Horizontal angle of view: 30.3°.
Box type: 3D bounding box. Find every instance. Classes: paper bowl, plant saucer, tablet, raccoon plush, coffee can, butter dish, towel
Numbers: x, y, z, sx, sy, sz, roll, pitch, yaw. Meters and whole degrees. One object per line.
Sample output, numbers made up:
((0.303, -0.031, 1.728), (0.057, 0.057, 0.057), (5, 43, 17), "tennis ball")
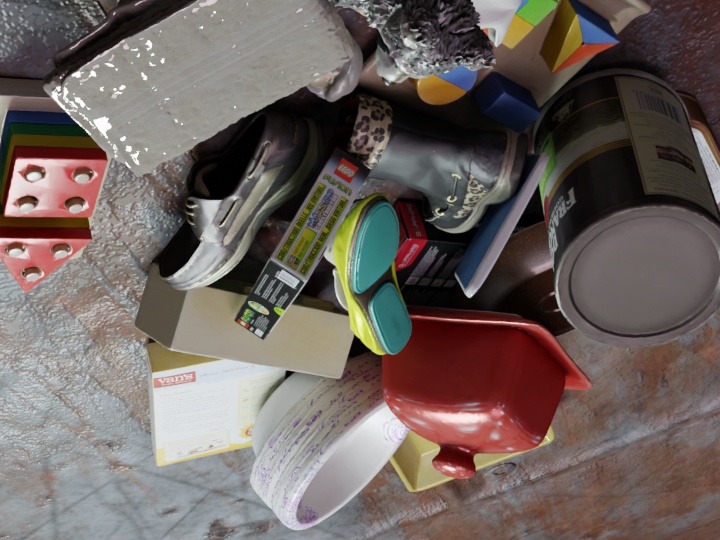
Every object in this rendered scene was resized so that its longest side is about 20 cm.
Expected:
((-0.037, 0.170, 1.424), (0.200, 0.104, 0.202), (-38, 157, -20), "paper bowl")
((0.125, 0.183, 1.614), (0.198, 0.049, 0.201), (-21, 147, 4), "plant saucer")
((0.120, -0.043, 1.150), (0.131, 0.014, 0.200), (-61, -179, 5), "tablet")
((0.189, 0.018, 1.321), (0.198, 0.037, 0.201), (-14, 149, -9), "plant saucer")
((0.039, -0.217, 0.827), (0.096, 0.134, 0.203), (-7, 119, -27), "raccoon plush")
((0.226, -0.056, 1.129), (0.144, 0.201, 0.148), (0, 129, 0), "coffee can")
((0.104, 0.129, 1.301), (0.197, 0.150, 0.199), (4, 159, 28), "butter dish")
((-0.110, -0.147, 0.922), (0.198, 0.035, 0.133), (-27, 148, 8), "towel")

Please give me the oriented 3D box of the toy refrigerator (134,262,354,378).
((-0.104, 0.046, 1.258), (0.198, 0.076, 0.071), (14, 96, -39), "toy refrigerator")

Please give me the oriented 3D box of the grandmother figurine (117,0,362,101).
((-0.074, -0.172, 0.988), (0.198, 0.062, 0.120), (13, 164, -42), "grandmother figurine")

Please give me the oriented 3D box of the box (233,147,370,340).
((-0.053, -0.017, 1.122), (0.034, 0.111, 0.200), (31, 159, -3), "box")

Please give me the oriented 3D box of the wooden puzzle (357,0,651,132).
((0.117, -0.177, 1.077), (0.184, 0.047, 0.199), (19, 133, -43), "wooden puzzle")

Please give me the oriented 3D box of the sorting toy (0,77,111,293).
((-0.295, -0.055, 1.037), (0.197, 0.070, 0.200), (-1, 144, -26), "sorting toy")

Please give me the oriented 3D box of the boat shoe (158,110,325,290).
((-0.115, -0.065, 1.120), (0.073, 0.075, 0.200), (27, 119, -35), "boat shoe")

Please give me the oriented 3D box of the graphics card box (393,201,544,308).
((0.096, -0.005, 1.318), (0.197, 0.051, 0.126), (4, 141, -29), "graphics card box")

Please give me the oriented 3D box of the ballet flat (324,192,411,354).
((0.000, 0.000, 1.185), (0.067, 0.067, 0.201), (-43, 145, -24), "ballet flat")

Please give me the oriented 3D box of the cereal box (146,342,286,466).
((-0.153, 0.132, 1.412), (0.142, 0.040, 0.201), (-10, 146, -15), "cereal box")

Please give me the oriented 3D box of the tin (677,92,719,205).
((0.294, -0.099, 1.289), (0.111, 0.042, 0.200), (-24, 147, 18), "tin")

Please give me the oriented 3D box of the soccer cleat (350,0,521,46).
((0.023, -0.199, 0.956), (0.197, 0.070, 0.079), (1, 119, -15), "soccer cleat")

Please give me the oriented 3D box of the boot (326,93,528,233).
((0.044, -0.091, 1.138), (0.148, 0.074, 0.200), (14, 171, -12), "boot")
